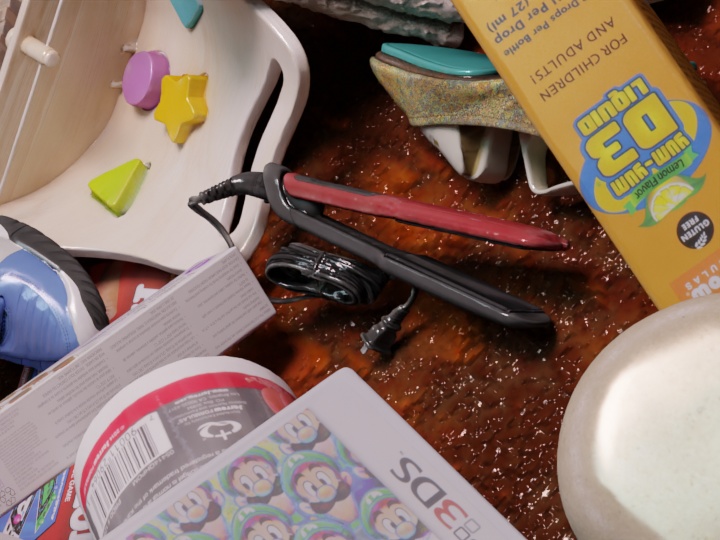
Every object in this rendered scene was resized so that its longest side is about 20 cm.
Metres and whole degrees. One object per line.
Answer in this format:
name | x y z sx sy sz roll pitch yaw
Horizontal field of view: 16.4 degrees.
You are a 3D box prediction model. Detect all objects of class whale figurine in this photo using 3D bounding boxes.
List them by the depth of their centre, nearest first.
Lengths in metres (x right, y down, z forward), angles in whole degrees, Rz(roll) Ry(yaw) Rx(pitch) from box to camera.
whale figurine | 0.155 0.109 0.929 0.158 0.104 0.201 -26 67 4

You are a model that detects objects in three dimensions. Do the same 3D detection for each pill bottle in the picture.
pill bottle | -0.044 0.137 1.047 0.111 0.111 0.200 -40 42 8

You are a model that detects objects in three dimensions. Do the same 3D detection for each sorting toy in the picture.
sorting toy | -0.100 -0.084 1.258 0.180 0.107 0.201 31 106 42

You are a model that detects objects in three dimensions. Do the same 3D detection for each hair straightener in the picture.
hair straightener | 0.000 0.000 1.147 0.199 0.041 0.077 15 97 30

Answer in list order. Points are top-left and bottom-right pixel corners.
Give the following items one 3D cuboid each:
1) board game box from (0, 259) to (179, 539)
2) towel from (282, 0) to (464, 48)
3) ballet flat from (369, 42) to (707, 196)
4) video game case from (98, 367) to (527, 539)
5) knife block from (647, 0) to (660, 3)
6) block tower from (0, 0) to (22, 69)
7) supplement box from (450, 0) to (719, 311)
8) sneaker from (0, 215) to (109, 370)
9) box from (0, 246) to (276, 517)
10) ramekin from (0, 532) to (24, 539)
board game box | -0.136 0.082 1.239 0.103 0.019 0.201 -10 53 33
towel | -0.041 -0.177 1.237 0.035 0.199 0.133 -62 29 33
ballet flat | 0.075 -0.069 1.150 0.199 0.071 0.071 9 65 46
video game case | -0.022 0.149 0.944 0.200 0.024 0.182 -35 60 -23
knife block | 0.087 -0.208 1.151 0.064 0.175 0.201 -6 52 62
block tower | -0.205 -0.146 1.448 0.058 0.054 0.201 -16 49 30
supplement box | 0.109 -0.069 1.040 0.066 0.069 0.200 -36 79 12
sneaker | -0.211 0.009 1.247 0.199 0.076 0.077 24 40 25
box | -0.123 0.056 1.135 0.200 0.042 0.039 -38 10 -36
ramekin | -0.179 0.201 1.055 0.200 0.200 0.105 -31 33 17
